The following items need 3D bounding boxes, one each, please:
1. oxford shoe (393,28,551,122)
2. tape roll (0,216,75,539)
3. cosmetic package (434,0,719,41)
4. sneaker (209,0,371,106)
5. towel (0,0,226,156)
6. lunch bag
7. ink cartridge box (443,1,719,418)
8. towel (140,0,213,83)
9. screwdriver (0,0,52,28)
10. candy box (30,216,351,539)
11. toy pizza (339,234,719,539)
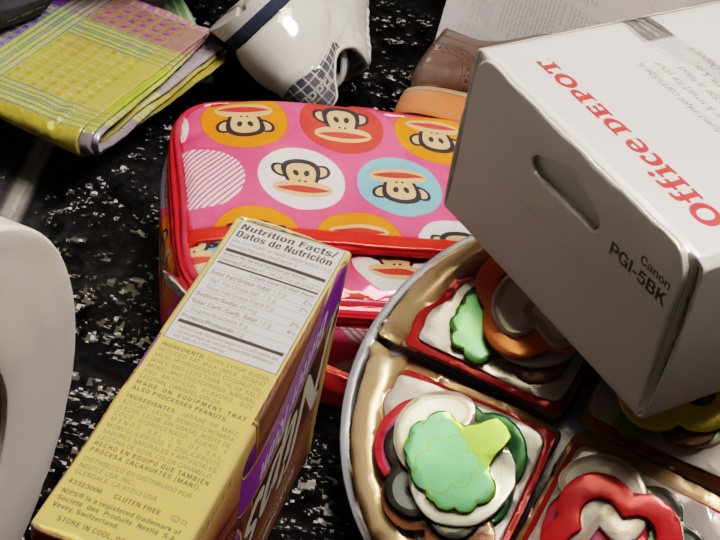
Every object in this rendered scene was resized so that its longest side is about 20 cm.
[{"bbox_3d":[0.115,-0.090,0.907,0.199,0.071,0.073,14,72,25],"label":"oxford shoe"},{"bbox_3d":[-0.207,0.056,0.593,0.138,0.204,0.203,20,37,13],"label":"tape roll"},{"bbox_3d":[0.126,-0.157,0.959,0.051,0.201,0.151,-17,44,-42],"label":"cosmetic package"},{"bbox_3d":[-0.027,-0.149,1.031,0.081,0.076,0.200,46,28,-7],"label":"sneaker"},{"bbox_3d":[-0.190,-0.126,0.949,0.199,0.023,0.144,21,39,16],"label":"towel"},{"bbox_3d":[0.000,0.000,0.829,0.198,0.082,0.177,4,42,-12],"label":"lunch bag"},{"bbox_3d":[0.156,-0.037,0.716,0.199,0.083,0.147,-14,47,-30],"label":"ink cartridge box"},{"bbox_3d":[-0.182,-0.171,1.047,0.151,0.024,0.201,-5,40,-20],"label":"towel"},{"bbox_3d":[-0.158,-0.178,0.984,0.028,0.029,0.200,24,39,20],"label":"screwdriver"},{"bbox_3d":[-0.065,0.083,0.666,0.056,0.117,0.200,18,36,9],"label":"candy box"},{"bbox_3d":[0.088,0.064,0.718,0.198,0.032,0.202,-3,67,7],"label":"toy pizza"}]
